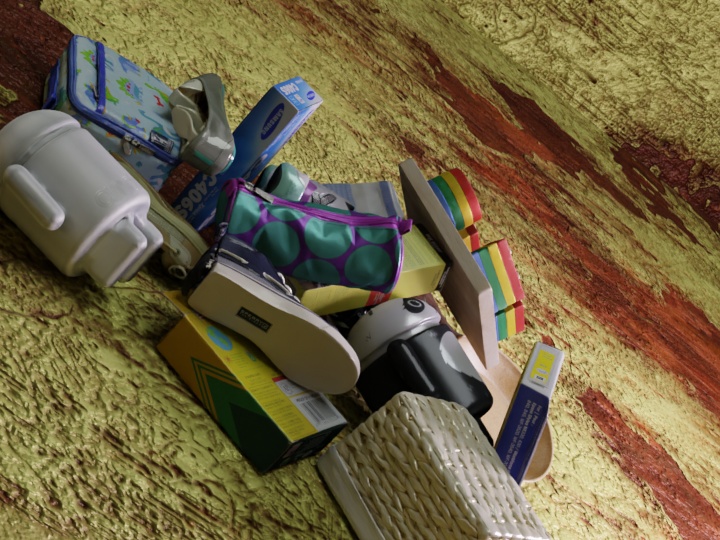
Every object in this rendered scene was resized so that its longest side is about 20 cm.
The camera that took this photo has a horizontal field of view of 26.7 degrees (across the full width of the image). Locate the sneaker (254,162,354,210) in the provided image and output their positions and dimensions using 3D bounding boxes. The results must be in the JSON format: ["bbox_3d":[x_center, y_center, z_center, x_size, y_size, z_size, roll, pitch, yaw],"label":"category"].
[{"bbox_3d":[-0.059,-0.060,1.753,0.140,0.078,0.200,30,-3,-12],"label":"sneaker"}]

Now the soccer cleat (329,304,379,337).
[{"bbox_3d":[-0.006,0.048,1.770,0.200,0.068,0.081,45,3,11],"label":"soccer cleat"}]

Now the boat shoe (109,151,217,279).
[{"bbox_3d":[-0.213,-0.035,1.602,0.201,0.063,0.073,46,-7,-3],"label":"boat shoe"}]

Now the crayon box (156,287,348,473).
[{"bbox_3d":[-0.116,0.102,1.505,0.200,0.051,0.127,49,21,15],"label":"crayon box"}]

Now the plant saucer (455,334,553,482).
[{"bbox_3d":[0.154,0.172,1.827,0.200,0.035,0.201,33,36,-28],"label":"plant saucer"}]

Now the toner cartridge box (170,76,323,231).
[{"bbox_3d":[-0.132,-0.130,1.722,0.043,0.200,0.095,44,21,1],"label":"toner cartridge box"}]

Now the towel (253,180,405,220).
[{"bbox_3d":[-0.045,-0.074,1.869,0.199,0.024,0.147,-1,31,-9],"label":"towel"}]

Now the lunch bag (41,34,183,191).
[{"bbox_3d":[-0.282,-0.177,1.721,0.160,0.083,0.200,29,23,-24],"label":"lunch bag"}]

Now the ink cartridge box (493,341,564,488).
[{"bbox_3d":[0.160,0.197,1.614,0.047,0.198,0.200,22,18,9],"label":"ink cartridge box"}]

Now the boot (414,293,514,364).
[{"bbox_3d":[0.105,0.065,1.973,0.186,0.064,0.200,27,21,-40],"label":"boot"}]

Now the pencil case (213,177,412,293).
[{"bbox_3d":[-0.053,-0.037,1.585,0.199,0.093,0.085,12,37,-9],"label":"pencil case"}]

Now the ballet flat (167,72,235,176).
[{"bbox_3d":[-0.183,-0.177,1.689,0.064,0.067,0.200,27,23,-29],"label":"ballet flat"}]

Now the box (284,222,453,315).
[{"bbox_3d":[0.000,0.000,1.678,0.199,0.050,0.075,-11,48,-34],"label":"box"}]

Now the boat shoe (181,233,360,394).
[{"bbox_3d":[-0.080,0.038,1.516,0.200,0.075,0.093,37,28,-13],"label":"boat shoe"}]

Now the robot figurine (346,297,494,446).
[{"bbox_3d":[0.068,0.125,1.661,0.125,0.150,0.200,-23,75,-36],"label":"robot figurine"}]

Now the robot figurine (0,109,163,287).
[{"bbox_3d":[-0.284,-0.075,1.464,0.200,0.113,0.170,45,11,6],"label":"robot figurine"}]

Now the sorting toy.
[{"bbox_3d":[0.127,-0.017,1.790,0.200,0.069,0.199,61,-7,29],"label":"sorting toy"}]

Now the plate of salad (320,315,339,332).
[{"bbox_3d":[-0.087,0.038,1.690,0.200,0.048,0.200,36,22,-17],"label":"plate of salad"}]

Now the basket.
[{"bbox_3d":[0.074,0.229,1.494,0.135,0.123,0.200,17,31,-50],"label":"basket"}]
